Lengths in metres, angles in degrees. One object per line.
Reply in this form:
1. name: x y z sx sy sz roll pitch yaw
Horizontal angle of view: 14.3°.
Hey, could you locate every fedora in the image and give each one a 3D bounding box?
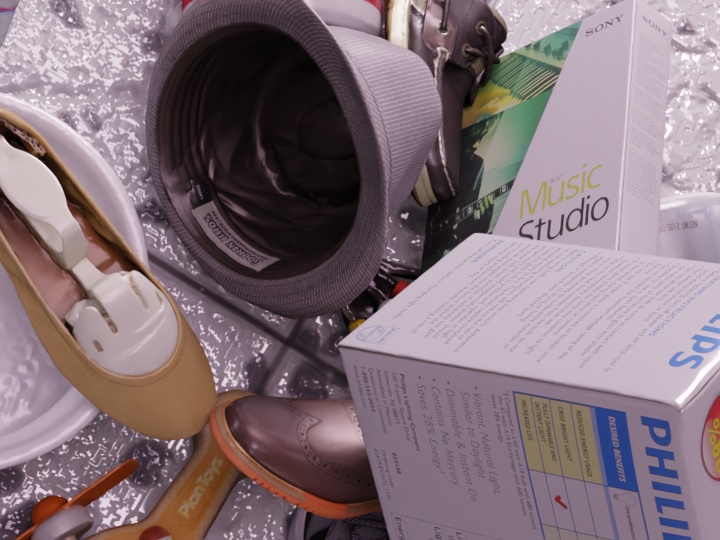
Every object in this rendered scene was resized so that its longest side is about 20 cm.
1. fedora: -0.023 -0.070 1.497 0.090 0.200 0.177 -21 83 -39

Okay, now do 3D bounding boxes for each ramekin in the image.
1. ramekin: -0.214 0.013 1.498 0.199 0.098 0.201 2 78 -12

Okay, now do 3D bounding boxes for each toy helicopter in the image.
1. toy helicopter: -0.112 0.141 1.517 0.132 0.079 0.200 30 62 5

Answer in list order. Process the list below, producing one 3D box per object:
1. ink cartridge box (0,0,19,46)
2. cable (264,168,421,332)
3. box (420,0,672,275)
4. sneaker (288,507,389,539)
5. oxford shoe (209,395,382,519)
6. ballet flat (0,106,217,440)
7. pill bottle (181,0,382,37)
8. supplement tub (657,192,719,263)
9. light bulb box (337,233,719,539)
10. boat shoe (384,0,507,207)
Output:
1. ink cartridge box: -0.242 -0.210 1.488 0.145 0.200 0.145 3 80 -11
2. cable: 0.000 0.000 1.573 0.097 0.050 0.200 -40 88 -21
3. box: 0.096 -0.036 1.530 0.036 0.144 0.201 34 49 -34
4. sneaker: 0.002 0.168 1.501 0.075 0.114 0.201 16 71 -10
5. oxford shoe: 0.014 0.083 1.483 0.199 0.073 0.071 11 38 -37
6. ballet flat: -0.142 0.002 1.432 0.069 0.063 0.200 -40 90 -17
7. pill bottle: -0.042 -0.219 1.580 0.110 0.111 0.201 3 77 -12
8. supplement tub: 0.170 0.068 1.559 0.122 0.123 0.201 -10 80 -14
9. light bulb box: 0.120 0.102 1.378 0.125 0.199 0.199 -39 125 -40
10. boat shoe: 0.048 -0.131 1.572 0.064 0.073 0.201 -5 68 8
